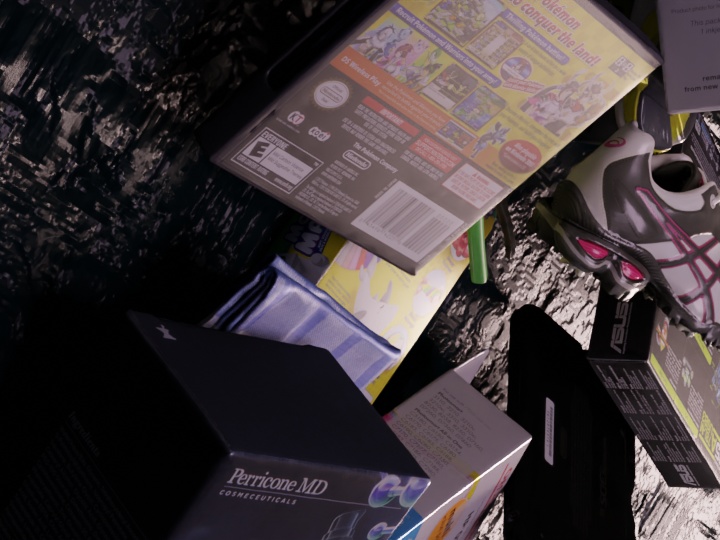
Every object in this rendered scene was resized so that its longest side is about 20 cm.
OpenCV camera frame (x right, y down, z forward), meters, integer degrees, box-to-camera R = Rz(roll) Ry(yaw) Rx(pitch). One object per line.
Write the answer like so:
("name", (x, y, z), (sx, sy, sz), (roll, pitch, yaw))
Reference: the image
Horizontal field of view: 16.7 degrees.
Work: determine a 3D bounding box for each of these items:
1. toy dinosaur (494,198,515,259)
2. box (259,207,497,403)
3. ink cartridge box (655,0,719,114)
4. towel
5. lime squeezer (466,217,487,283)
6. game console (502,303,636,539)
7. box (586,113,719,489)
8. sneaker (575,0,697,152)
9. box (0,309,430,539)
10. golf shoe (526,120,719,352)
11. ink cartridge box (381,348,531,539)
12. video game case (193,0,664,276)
("toy dinosaur", (0.097, -0.115, 1.381), (0.088, 0.047, 0.201), (-65, 164, -60))
("box", (0.000, 0.000, 1.366), (0.200, 0.048, 0.117), (-53, 146, -10))
("ink cartridge box", (0.211, -0.191, 1.356), (0.145, 0.083, 0.201), (-15, 99, -69))
("towel", (-0.080, 0.088, 1.281), (0.200, 0.024, 0.147), (-44, 145, 5))
("lime squeezer", (0.060, -0.090, 1.338), (0.071, 0.038, 0.201), (-133, -136, -83))
("game console", (0.113, 0.156, 1.561), (0.176, 0.116, 0.200), (40, 37, -33))
("box", (0.207, 0.016, 1.595), (0.200, 0.047, 0.194), (52, 47, -55))
("sneaker", (0.162, -0.163, 1.455), (0.074, 0.084, 0.201), (39, 59, -43))
("box", (-0.091, 0.136, 1.210), (0.148, 0.107, 0.200), (13, 119, -48))
("golf shoe", (0.189, -0.014, 1.422), (0.200, 0.077, 0.088), (26, 104, -44))
("ink cartridge box", (0.025, 0.136, 1.431), (0.200, 0.068, 0.115), (-32, 156, -49))
("video game case", (0.039, -0.089, 1.234), (0.181, 0.026, 0.200), (-40, 147, 14))
